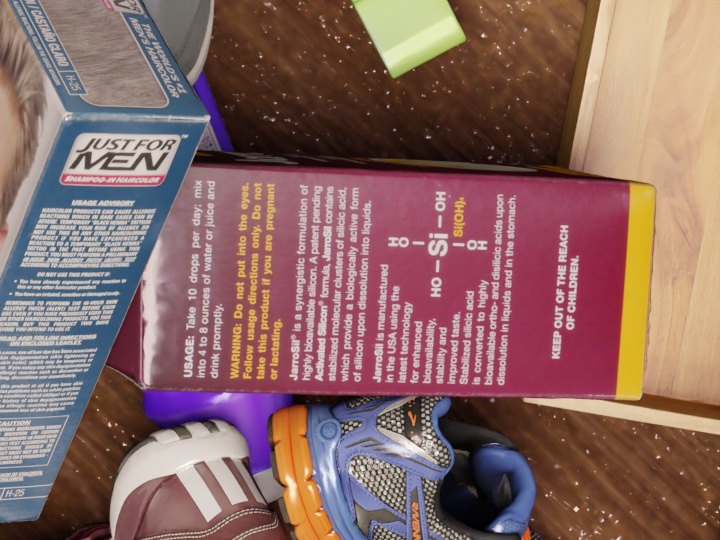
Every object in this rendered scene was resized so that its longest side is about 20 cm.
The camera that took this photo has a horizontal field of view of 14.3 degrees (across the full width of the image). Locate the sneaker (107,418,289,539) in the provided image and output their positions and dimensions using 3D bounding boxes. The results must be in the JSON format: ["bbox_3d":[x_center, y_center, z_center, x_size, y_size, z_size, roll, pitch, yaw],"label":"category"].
[{"bbox_3d":[-0.061,0.166,1.147,0.075,0.116,0.200,-16,135,-25],"label":"sneaker"}]

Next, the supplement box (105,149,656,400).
[{"bbox_3d":[0.000,0.000,1.103,0.199,0.110,0.086,2,95,-18],"label":"supplement box"}]

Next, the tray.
[{"bbox_3d":[0.132,-0.037,1.199,0.098,0.037,0.201,9,101,-7],"label":"tray"}]

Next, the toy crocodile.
[{"bbox_3d":[-0.014,-0.172,1.148,0.067,0.062,0.201,-23,102,0],"label":"toy crocodile"}]

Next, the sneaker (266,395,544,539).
[{"bbox_3d":[0.043,0.106,1.155,0.078,0.076,0.200,-20,148,24],"label":"sneaker"}]

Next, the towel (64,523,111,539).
[{"bbox_3d":[-0.159,0.199,1.170,0.023,0.144,0.201,28,98,14],"label":"towel"}]

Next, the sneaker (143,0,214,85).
[{"bbox_3d":[-0.087,-0.170,1.084,0.083,0.121,0.201,-8,82,-10],"label":"sneaker"}]

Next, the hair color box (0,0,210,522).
[{"bbox_3d":[-0.129,-0.011,1.047,0.060,0.100,0.200,0,132,-33],"label":"hair color box"}]

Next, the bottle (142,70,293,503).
[{"bbox_3d":[-0.075,0.000,1.173,0.083,0.065,0.201,-23,102,-4],"label":"bottle"}]
